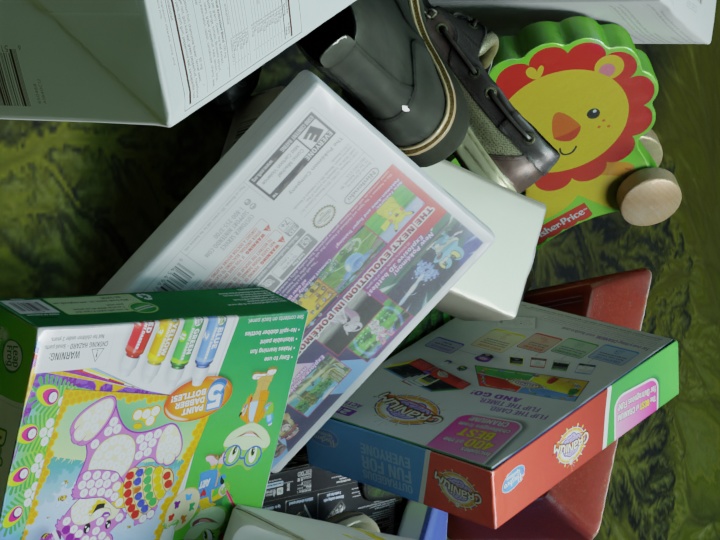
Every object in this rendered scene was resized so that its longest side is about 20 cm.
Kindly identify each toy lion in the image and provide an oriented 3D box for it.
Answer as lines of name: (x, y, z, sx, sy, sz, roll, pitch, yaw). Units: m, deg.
toy lion: (0.127, -0.088, 1.367, 0.192, 0.199, 0.069, 46, 22, -40)

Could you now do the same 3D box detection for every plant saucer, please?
plant saucer: (0.123, 0.097, 1.403, 0.037, 0.200, 0.201, 21, 74, -26)

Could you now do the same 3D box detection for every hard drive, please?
hard drive: (0.041, 0.220, 1.324, 0.200, 0.025, 0.133, -57, 149, -78)

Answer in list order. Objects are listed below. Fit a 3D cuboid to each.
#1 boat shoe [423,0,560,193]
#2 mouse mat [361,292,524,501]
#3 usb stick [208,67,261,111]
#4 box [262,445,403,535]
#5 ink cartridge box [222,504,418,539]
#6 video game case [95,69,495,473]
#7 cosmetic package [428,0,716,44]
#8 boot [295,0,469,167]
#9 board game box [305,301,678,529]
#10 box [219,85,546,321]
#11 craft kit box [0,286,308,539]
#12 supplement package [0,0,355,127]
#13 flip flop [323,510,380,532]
boat shoe: (0.065, -0.138, 1.274, 0.201, 0.065, 0.073, 60, 7, 7)
mouse mat: (0.062, 0.055, 1.301, 0.161, 0.008, 0.201, -1, 102, -52)
usb stick: (-0.099, -0.188, 1.103, 0.056, 0.032, 0.201, -60, 142, -48)
box: (-0.041, 0.198, 1.240, 0.200, 0.050, 0.159, -3, 97, -60)
ink cartridge box: (0.000, 0.218, 1.062, 0.200, 0.125, 0.129, 17, 90, -44)
video game case: (-0.041, 0.007, 1.097, 0.200, 0.023, 0.182, -47, 132, 6)
cosmetic package: (0.144, -0.212, 1.353, 0.113, 0.199, 0.082, 21, 76, -61)
boot: (-0.018, -0.165, 1.110, 0.077, 0.200, 0.138, -42, 146, 9)
board game box: (0.085, 0.083, 1.208, 0.200, 0.153, 0.041, -28, 122, -41)
box: (0.011, -0.038, 1.182, 0.199, 0.068, 0.083, 24, 76, -25)
craft kit box: (-0.127, 0.110, 1.010, 0.200, 0.048, 0.198, -3, 114, -50)
supplement package: (-0.124, -0.173, 0.903, 0.200, 0.190, 0.148, -42, 130, -49)
flip flop: (-0.029, 0.240, 1.159, 0.200, 0.057, 0.081, -60, 140, -32)
